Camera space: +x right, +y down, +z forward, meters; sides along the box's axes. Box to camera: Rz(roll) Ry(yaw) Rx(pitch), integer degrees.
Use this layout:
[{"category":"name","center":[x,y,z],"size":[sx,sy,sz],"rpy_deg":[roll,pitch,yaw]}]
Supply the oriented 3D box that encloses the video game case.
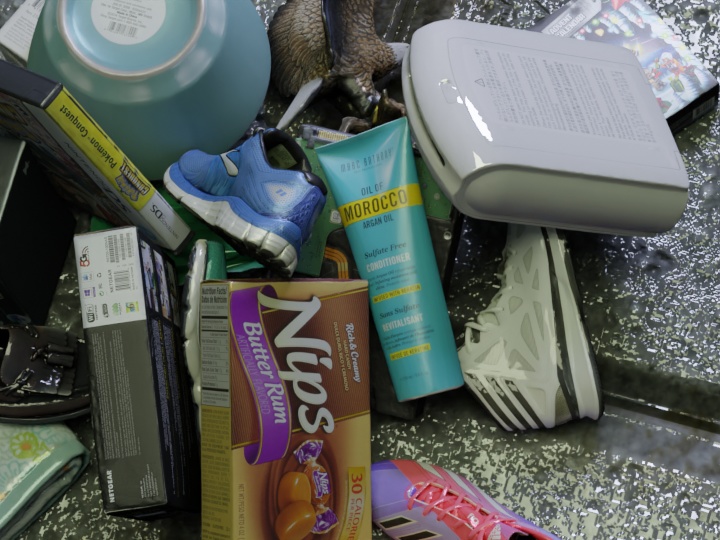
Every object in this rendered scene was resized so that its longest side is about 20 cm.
[{"category":"video game case","center":[-0.237,-0.098,1.445],"size":[0.200,0.181,0.026],"rpy_deg":[23,70,45]}]

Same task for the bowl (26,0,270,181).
[{"category":"bowl","center":[-0.173,-0.181,1.492],"size":[0.200,0.105,0.201],"rpy_deg":[0,72,1]}]

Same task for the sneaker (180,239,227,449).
[{"category":"sneaker","center":[-0.091,0.072,1.429],"size":[0.079,0.078,0.201],"rpy_deg":[-12,97,-3]}]

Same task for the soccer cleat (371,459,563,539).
[{"category":"soccer cleat","center":[0.084,0.188,1.371],"size":[0.200,0.077,0.067],"rpy_deg":[30,73,19]}]

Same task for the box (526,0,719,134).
[{"category":"box","center":[0.168,-0.135,1.525],"size":[0.200,0.040,0.137],"rpy_deg":[-34,65,-7]}]

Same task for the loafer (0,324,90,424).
[{"category":"loafer","center":[-0.279,0.072,1.439],"size":[0.199,0.063,0.072],"rpy_deg":[0,52,-2]}]

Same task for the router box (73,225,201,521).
[{"category":"router box","center":[-0.161,0.080,1.392],"size":[0.051,0.149,0.201],"rpy_deg":[-8,79,4]}]

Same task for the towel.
[{"category":"towel","center":[-0.332,0.155,1.464],"size":[0.200,0.048,0.171],"rpy_deg":[-43,68,-12]}]

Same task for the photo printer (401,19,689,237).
[{"category":"photo printer","center":[0.128,-0.106,1.397],"size":[0.199,0.070,0.167],"rpy_deg":[5,47,-25]}]

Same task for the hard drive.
[{"category":"hard drive","center":[0.000,0.000,1.442],"size":[0.139,0.038,0.201],"rpy_deg":[13,99,14]}]

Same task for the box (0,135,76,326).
[{"category":"box","center":[-0.348,-0.039,1.498],"size":[0.199,0.149,0.107],"rpy_deg":[9,68,13]}]

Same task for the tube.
[{"category":"tube","center":[0.027,-0.006,1.394],"size":[0.077,0.050,0.201],"rpy_deg":[-17,86,18]}]

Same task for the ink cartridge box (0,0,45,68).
[{"category":"ink cartridge box","center":[-0.198,-0.226,1.604],"size":[0.116,0.067,0.200],"rpy_deg":[34,75,20]}]

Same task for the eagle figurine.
[{"category":"eagle figurine","center":[-0.010,-0.190,1.533],"size":[0.151,0.151,0.201],"rpy_deg":[-23,75,14]}]

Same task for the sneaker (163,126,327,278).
[{"category":"sneaker","center":[-0.078,-0.060,1.412],"size":[0.089,0.079,0.200],"rpy_deg":[-52,32,-5]}]

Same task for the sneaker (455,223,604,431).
[{"category":"sneaker","center":[0.107,0.025,1.428],"size":[0.115,0.076,0.201],"rpy_deg":[-13,80,4]}]

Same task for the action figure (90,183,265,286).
[{"category":"action figure","center":[-0.115,-0.026,1.509],"size":[0.199,0.055,0.118],"rpy_deg":[-5,63,10]}]

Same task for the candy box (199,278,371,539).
[{"category":"candy box","center":[-0.054,0.106,1.373],"size":[0.116,0.056,0.201],"rpy_deg":[0,90,-30]}]
